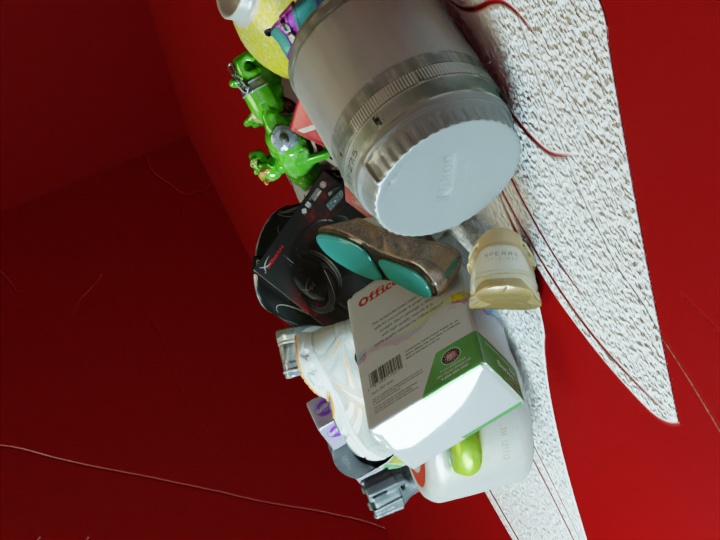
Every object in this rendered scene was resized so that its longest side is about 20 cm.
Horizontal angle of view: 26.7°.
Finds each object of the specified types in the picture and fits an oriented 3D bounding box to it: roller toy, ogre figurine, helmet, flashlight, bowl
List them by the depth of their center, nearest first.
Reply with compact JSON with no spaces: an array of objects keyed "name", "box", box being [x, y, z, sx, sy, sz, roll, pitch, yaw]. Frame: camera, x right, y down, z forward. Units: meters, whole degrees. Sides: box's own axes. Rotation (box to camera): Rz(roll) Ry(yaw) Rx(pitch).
[{"name":"bowl","box":[-0.094,-0.308,1.650,0.200,0.107,0.202,-2,88,61]},{"name":"roller toy","box":[0.118,0.159,1.724,0.183,0.139,0.201,92,163,-57]},{"name":"ogre figurine","box":[-0.092,-0.166,1.768,0.200,0.098,0.120,98,149,-61]},{"name":"flashlight","box":[0.099,0.241,1.845,0.068,0.199,0.068,-135,23,-70]},{"name":"helmet","box":[-0.019,-0.002,1.925,0.200,0.190,0.201,-30,-56,-59]}]

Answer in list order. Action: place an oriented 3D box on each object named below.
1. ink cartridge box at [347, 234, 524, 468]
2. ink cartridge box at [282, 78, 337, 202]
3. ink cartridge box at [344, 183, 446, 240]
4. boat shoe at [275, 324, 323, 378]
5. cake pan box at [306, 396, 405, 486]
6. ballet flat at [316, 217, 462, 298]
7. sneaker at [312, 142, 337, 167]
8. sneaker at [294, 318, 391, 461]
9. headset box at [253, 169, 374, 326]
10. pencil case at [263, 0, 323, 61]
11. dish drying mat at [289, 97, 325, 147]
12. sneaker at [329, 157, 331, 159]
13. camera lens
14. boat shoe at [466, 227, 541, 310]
[{"name":"ink cartridge box","box":[0.075,0.082,1.588,0.084,0.144,0.201,43,-157,-36]},{"name":"ink cartridge box","box":[-0.066,-0.176,2.151,0.200,0.083,0.145,81,164,-55]},{"name":"ink cartridge box","box":[0.041,-0.111,1.618,0.116,0.068,0.200,37,160,19]},{"name":"boat shoe","box":[-0.024,0.109,1.853,0.201,0.074,0.065,14,-112,-50]},{"name":"cake pan box","box":[0.050,0.179,1.877,0.185,0.199,0.052,59,-178,-47]},{"name":"ballet flat","box":[0.035,-0.022,1.612,0.200,0.067,0.068,24,151,46]},{"name":"sneaker","box":[-0.043,-0.229,1.905,0.131,0.079,0.201,86,158,-68]},{"name":"sneaker","box":[0.007,0.137,1.731,0.200,0.092,0.076,56,-161,-33]},{"name":"headset box","box":[0.000,0.000,1.781,0.200,0.149,0.077,39,-169,8]},{"name":"pencil case","box":[-0.015,-0.182,1.514,0.085,0.092,0.201,-36,80,39]},{"name":"dish drying mat","box":[-0.018,-0.216,1.593,0.077,0.018,0.201,28,127,11]},{"name":"sneaker","box":[0.010,-0.135,1.788,0.078,0.090,0.201,87,158,-65]},{"name":"camera lens","box":[0.036,-0.152,1.364,0.160,0.159,0.201,80,164,-56]},{"name":"boat shoe","box":[0.139,-0.001,1.460,0.200,0.073,0.070,73,-165,-82]}]
